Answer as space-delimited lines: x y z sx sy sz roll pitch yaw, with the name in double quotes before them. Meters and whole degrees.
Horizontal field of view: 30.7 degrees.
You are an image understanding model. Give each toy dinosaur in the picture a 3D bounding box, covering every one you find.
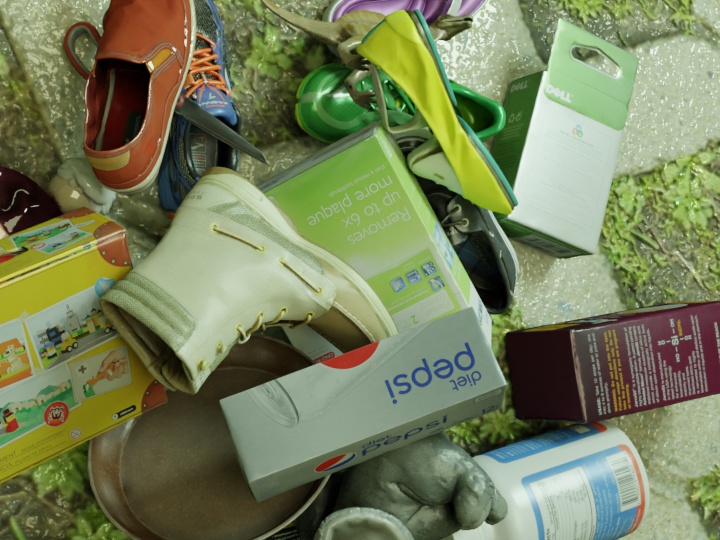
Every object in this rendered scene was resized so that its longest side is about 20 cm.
"toy dinosaur" -0.002 -0.191 1.108 0.200 0.058 0.101 5 47 -14

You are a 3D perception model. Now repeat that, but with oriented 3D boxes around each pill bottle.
"pill bottle" 0.146 0.209 1.165 0.200 0.112 0.112 -13 93 -26

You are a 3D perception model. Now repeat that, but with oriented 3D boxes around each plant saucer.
"plant saucer" -0.111 0.137 1.023 0.200 0.200 0.035 -40 146 -23

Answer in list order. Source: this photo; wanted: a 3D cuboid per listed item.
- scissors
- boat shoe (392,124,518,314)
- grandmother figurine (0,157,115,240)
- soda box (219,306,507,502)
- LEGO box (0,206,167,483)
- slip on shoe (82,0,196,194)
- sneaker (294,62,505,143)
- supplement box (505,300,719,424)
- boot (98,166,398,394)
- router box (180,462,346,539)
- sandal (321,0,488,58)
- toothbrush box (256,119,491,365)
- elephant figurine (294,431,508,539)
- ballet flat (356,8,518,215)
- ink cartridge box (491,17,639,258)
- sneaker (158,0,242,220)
"scissors" -0.156 -0.133 1.027 0.073 0.014 0.200 -39 74 -5
"boat shoe" 0.080 -0.038 1.143 0.200 0.070 0.066 57 22 -34
"grandmother figurine" -0.273 -0.027 1.002 0.200 0.061 0.121 -35 130 -27
"soda box" 0.002 0.098 0.961 0.200 0.063 0.068 -20 69 -6
"LEGO box" -0.257 0.062 0.957 0.200 0.077 0.149 -25 119 -30
"slip on shoe" -0.171 -0.159 0.997 0.074 0.061 0.200 4 73 13
"sneaker" 0.038 -0.146 1.146 0.200 0.084 0.074 1 87 -26
"supplement box" 0.250 0.083 1.224 0.200 0.110 0.086 -8 90 -27
"boot" -0.079 0.039 0.971 0.200 0.072 0.155 42 56 -9
"router box" -0.050 0.213 1.098 0.200 0.051 0.149 -9 89 -27
"sandal" 0.058 -0.245 1.179 0.203 0.050 0.083 -36 103 -22
"toothbrush box" 0.000 0.000 1.082 0.146 0.086 0.200 -26 102 11
"elephant figurine" 0.007 0.212 1.027 0.200 0.142 0.155 -43 65 -7
"ballet flat" 0.058 -0.116 1.063 0.067 0.067 0.200 -30 117 1
"ink cartridge box" 0.186 -0.121 1.232 0.104 0.059 0.200 20 78 -25
"sneaker" -0.127 -0.137 1.065 0.075 0.078 0.200 -9 91 -27
